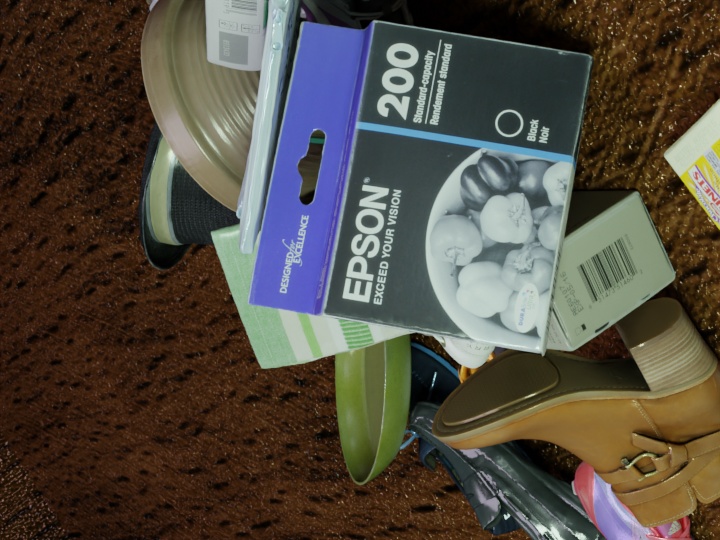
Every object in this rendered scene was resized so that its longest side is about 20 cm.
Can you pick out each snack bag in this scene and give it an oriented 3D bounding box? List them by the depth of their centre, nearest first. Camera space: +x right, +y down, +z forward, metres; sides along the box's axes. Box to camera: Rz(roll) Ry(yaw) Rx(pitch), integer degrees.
[{"bbox_3d":[-0.062,-0.120,1.388,0.200,0.021,0.189,-82,2,-69],"label":"snack bag"}]

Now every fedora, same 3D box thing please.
[{"bbox_3d":[-0.123,-0.083,1.801,0.091,0.201,0.201,16,144,12],"label":"fedora"}]

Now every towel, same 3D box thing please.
[{"bbox_3d":[0.000,0.000,1.586,0.023,0.200,0.153,-101,-4,-49],"label":"towel"}]

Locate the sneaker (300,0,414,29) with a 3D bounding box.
[{"bbox_3d":[0.012,-0.179,1.461,0.200,0.078,0.140,53,158,6],"label":"sneaker"}]

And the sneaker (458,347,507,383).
[{"bbox_3d":[0.109,0.076,1.605,0.078,0.077,0.200,46,157,19],"label":"sneaker"}]

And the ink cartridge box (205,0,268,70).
[{"bbox_3d":[-0.071,-0.262,1.431,0.050,0.200,0.161,10,161,0],"label":"ink cartridge box"}]

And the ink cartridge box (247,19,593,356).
[{"bbox_3d":[0.037,-0.058,1.325,0.200,0.199,0.043,9,173,8],"label":"ink cartridge box"}]

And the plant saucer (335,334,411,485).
[{"bbox_3d":[0.012,0.084,1.765,0.200,0.031,0.200,-179,90,-77],"label":"plant saucer"}]

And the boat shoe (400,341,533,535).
[{"bbox_3d":[0.078,0.141,1.761,0.200,0.069,0.084,45,155,31],"label":"boat shoe"}]

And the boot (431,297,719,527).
[{"bbox_3d":[0.165,0.116,1.427,0.155,0.200,0.077,61,-174,-30],"label":"boot"}]

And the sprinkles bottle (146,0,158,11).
[{"bbox_3d":[-0.190,-0.296,1.722,0.200,0.068,0.068,55,157,5],"label":"sprinkles bottle"}]

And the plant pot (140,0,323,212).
[{"bbox_3d":[-0.064,-0.146,1.562,0.093,0.201,0.201,-26,98,36],"label":"plant pot"}]

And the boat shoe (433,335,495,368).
[{"bbox_3d":[0.031,-0.011,1.410,0.200,0.071,0.069,55,143,37],"label":"boat shoe"}]

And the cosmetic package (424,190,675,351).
[{"bbox_3d":[0.117,-0.003,1.453,0.200,0.103,0.073,4,123,61],"label":"cosmetic package"}]

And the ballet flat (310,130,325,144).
[{"bbox_3d":[0.048,-0.117,1.415,0.200,0.068,0.072,8,109,21],"label":"ballet flat"}]

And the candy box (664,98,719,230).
[{"bbox_3d":[0.268,-0.014,1.235,0.200,0.026,0.102,54,160,7],"label":"candy box"}]

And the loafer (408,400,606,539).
[{"bbox_3d":[0.116,0.179,1.680,0.200,0.070,0.068,35,173,15],"label":"loafer"}]

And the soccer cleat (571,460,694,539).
[{"bbox_3d":[0.235,0.219,1.565,0.200,0.067,0.076,57,153,6],"label":"soccer cleat"}]
